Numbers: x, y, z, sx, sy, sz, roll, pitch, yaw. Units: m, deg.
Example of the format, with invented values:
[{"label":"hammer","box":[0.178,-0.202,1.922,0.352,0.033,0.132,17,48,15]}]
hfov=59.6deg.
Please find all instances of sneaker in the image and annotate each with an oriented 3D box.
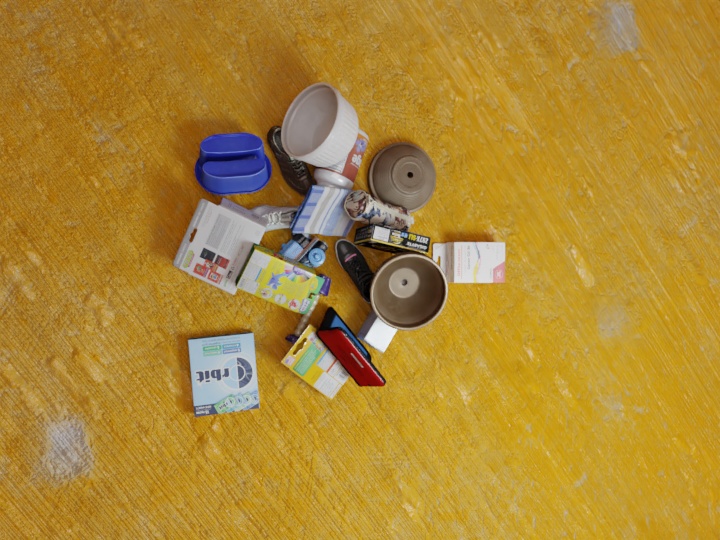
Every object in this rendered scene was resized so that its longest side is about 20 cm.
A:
[{"label":"sneaker","box":[-0.217,-0.141,1.656,0.198,0.087,0.075,-8,95,-12]},{"label":"sneaker","box":[-0.186,-0.290,1.666,0.070,0.075,0.201,-35,98,-11]},{"label":"sneaker","box":[0.000,0.000,1.704,0.070,0.099,0.201,-31,96,-9]}]

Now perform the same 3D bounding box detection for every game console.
[{"label":"game console","box":[-0.011,0.194,1.641,0.201,0.172,0.119,51,58,-17]}]

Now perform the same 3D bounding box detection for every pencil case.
[{"label":"pencil case","box":[0.053,-0.150,1.661,0.199,0.089,0.079,15,81,-45]}]

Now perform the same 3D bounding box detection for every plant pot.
[{"label":"plant pot","box":[0.124,-0.257,1.733,0.198,0.093,0.203,0,92,-13]},{"label":"plant pot","box":[0.118,0.044,1.614,0.198,0.093,0.203,-2,107,-6]}]

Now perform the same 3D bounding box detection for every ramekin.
[{"label":"ramekin","box":[-0.096,-0.360,1.591,0.105,0.199,0.202,22,85,-48]}]

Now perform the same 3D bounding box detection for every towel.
[{"label":"towel","box":[-0.079,-0.151,1.640,0.199,0.024,0.148,3,128,-45]}]

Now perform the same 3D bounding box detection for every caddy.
[{"label":"caddy","box":[-0.328,-0.270,1.621,0.198,0.105,0.143,-6,70,-13]}]

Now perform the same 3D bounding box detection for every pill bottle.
[{"label":"pill bottle","box":[-0.059,-0.282,1.679,0.111,0.112,0.202,20,87,-13]}]

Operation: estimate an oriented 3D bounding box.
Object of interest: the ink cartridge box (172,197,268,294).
[{"label":"ink cartridge box","box":[-0.355,-0.071,1.594,0.174,0.084,0.201,26,106,-12]}]

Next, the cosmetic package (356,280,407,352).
[{"label":"cosmetic package","box":[0.075,0.118,1.723,0.074,0.102,0.201,34,82,-11]}]

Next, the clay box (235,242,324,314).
[{"label":"clay box","box":[-0.202,0.024,1.586,0.199,0.048,0.116,24,106,-22]}]

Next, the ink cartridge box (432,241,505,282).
[{"label":"ink cartridge box","box":[0.309,-0.023,1.792,0.198,0.067,0.118,-1,91,-13]}]

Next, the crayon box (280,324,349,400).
[{"label":"crayon box","box":[-0.114,0.239,1.675,0.200,0.051,0.126,43,81,-30]}]

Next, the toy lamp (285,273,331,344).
[{"label":"toy lamp","box":[-0.136,0.105,1.694,0.058,0.058,0.202,25,85,-12]}]

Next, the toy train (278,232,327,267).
[{"label":"toy train","box":[-0.179,-0.019,1.670,0.114,0.087,0.200,43,82,-4]}]

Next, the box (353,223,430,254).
[{"label":"box","box":[0.080,-0.079,1.670,0.158,0.200,0.050,11,87,-14]}]

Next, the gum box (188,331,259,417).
[{"label":"gum box","box":[-0.358,0.270,1.650,0.168,0.045,0.202,-5,91,-13]}]
